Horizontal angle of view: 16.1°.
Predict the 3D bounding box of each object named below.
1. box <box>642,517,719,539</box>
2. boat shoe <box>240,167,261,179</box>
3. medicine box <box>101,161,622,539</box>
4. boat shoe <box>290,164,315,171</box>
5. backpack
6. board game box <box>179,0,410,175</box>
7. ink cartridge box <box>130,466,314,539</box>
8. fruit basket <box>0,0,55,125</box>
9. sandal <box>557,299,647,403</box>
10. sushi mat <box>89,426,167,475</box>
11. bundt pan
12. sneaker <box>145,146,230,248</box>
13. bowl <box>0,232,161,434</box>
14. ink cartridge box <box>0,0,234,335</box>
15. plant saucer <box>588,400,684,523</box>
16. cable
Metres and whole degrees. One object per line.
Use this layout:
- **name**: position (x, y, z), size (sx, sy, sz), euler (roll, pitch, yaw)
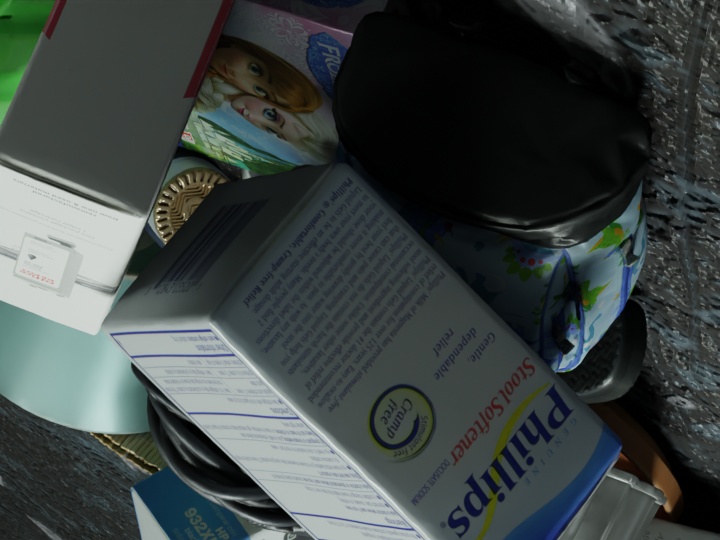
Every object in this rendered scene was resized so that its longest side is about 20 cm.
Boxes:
- **box**: position (0.211, 0.235, 1.612), size (0.199, 0.107, 0.152), euler (11, 159, 36)
- **boat shoe**: position (0.000, 0.000, 1.496), size (0.200, 0.072, 0.066), euler (42, 148, 0)
- **medicine box**: position (-0.004, 0.056, 1.235), size (0.200, 0.103, 0.182), euler (44, 164, -14)
- **boat shoe**: position (0.029, 0.006, 1.397), size (0.201, 0.061, 0.072), euler (29, 151, -37)
- **backpack**: position (0.068, -0.022, 1.275), size (0.162, 0.154, 0.200), euler (24, 173, 17)
- **board game box**: position (-0.057, -0.113, 1.360), size (0.199, 0.041, 0.200), euler (19, 158, 21)
- **ink cartridge box**: position (-0.039, 0.162, 1.678), size (0.084, 0.199, 0.146), euler (49, 158, 35)
- **fruit basket**: position (-0.206, -0.136, 1.456), size (0.155, 0.216, 0.216), euler (33, 162, 10)
- **sandal**: position (0.113, 0.055, 1.477), size (0.048, 0.076, 0.200), euler (15, 172, -26)
- **sushi mat**: position (-0.109, 0.070, 1.741), size (0.095, 0.200, 0.012), euler (32, 132, 8)
- **bundt pan**: position (0.078, 0.136, 1.530), size (0.201, 0.076, 0.202), euler (21, 173, 3)
- **sneaker**: position (-0.090, -0.014, 1.546), size (0.108, 0.070, 0.200), euler (43, 168, 46)
- **bowl**: position (-0.166, 0.001, 1.702), size (0.200, 0.201, 0.105), euler (32, 133, 12)
- **ink cartridge box**: position (-0.133, -0.071, 1.285), size (0.082, 0.147, 0.200), euler (22, 159, -5)
- **plant saucer**: position (0.122, 0.101, 1.630), size (0.200, 0.032, 0.200), euler (33, 163, 11)
- **cable**: position (-0.043, 0.062, 1.374), size (0.051, 0.164, 0.199), euler (-15, 158, 41)
